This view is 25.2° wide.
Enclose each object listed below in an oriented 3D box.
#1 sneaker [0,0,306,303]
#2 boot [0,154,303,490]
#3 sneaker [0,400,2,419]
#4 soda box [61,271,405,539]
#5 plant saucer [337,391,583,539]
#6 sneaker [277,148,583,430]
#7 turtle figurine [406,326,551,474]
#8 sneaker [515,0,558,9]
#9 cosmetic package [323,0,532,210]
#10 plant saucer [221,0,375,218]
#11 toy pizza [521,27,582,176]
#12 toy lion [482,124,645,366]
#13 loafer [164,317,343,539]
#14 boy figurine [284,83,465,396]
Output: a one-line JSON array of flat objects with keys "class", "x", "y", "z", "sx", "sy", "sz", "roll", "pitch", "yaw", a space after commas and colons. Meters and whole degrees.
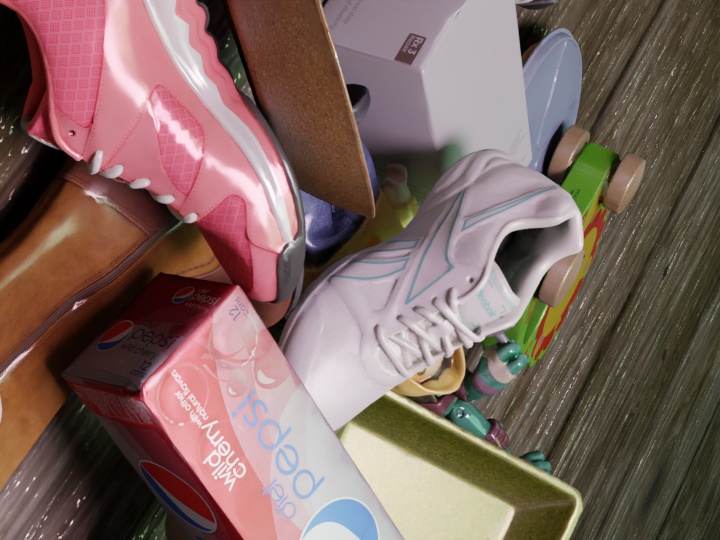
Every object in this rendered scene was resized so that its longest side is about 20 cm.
[{"class": "sneaker", "x": -0.093, "y": -0.063, "z": 0.660, "sx": 0.086, "sy": 0.074, "sz": 0.201, "roll": -32, "pitch": 114, "yaw": -14}, {"class": "boot", "x": -0.111, "y": 0.025, "z": 0.738, "sx": 0.201, "sy": 0.068, "sz": 0.189, "roll": -58, "pitch": 154, "yaw": -26}, {"class": "sneaker", "x": -0.184, "y": 0.075, "z": 0.601, "sx": 0.078, "sy": 0.079, "sz": 0.202, "roll": -39, "pitch": 143, "yaw": -52}, {"class": "soda box", "x": -0.045, "y": 0.098, "z": 0.729, "sx": 0.070, "sy": 0.063, "sz": 0.201, "roll": -47, "pitch": 123, "yaw": -26}, {"class": "plant saucer", "x": 0.024, "y": 0.196, "z": 1.072, "sx": 0.202, "sy": 0.199, "sz": 0.048, "roll": -63, "pitch": -160, "yaw": -7}, {"class": "sneaker", "x": 0.035, "y": 0.015, "z": 0.844, "sx": 0.200, "sy": 0.080, "sz": 0.071, "roll": -44, "pitch": 129, "yaw": -14}, {"class": "turtle figurine", "x": 0.061, "y": 0.064, "z": 1.114, "sx": 0.100, "sy": 0.150, "sz": 0.201, "roll": -26, "pitch": 123, "yaw": 0}, {"class": "sneaker", "x": 0.093, "y": -0.195, "z": 0.988, "sx": 0.200, "sy": 0.073, "sz": 0.089, "roll": 73, "pitch": 40, "yaw": -73}, {"class": "cosmetic package", "x": 0.041, "y": -0.101, "z": 0.963, "sx": 0.113, "sy": 0.080, "sz": 0.201, "roll": -58, "pitch": 152, "yaw": -29}, {"class": "plant saucer", "x": -0.041, "y": -0.114, "z": 0.709, "sx": 0.200, "sy": 0.035, "sz": 0.202, "roll": 161, "pitch": -90, "yaw": -87}, {"class": "toy pizza", "x": 0.114, "y": -0.084, "z": 1.192, "sx": 0.201, "sy": 0.031, "sz": 0.201, "roll": -54, "pitch": 155, "yaw": -39}, {"class": "toy lion", "x": 0.145, "y": 0.003, "z": 1.236, "sx": 0.200, "sy": 0.068, "sz": 0.193, "roll": -50, "pitch": 160, "yaw": -44}, {"class": "loafer", "x": -0.059, "y": 0.091, "z": 0.903, "sx": 0.068, "sy": 0.076, "sz": 0.200, "roll": -39, "pitch": -172, "yaw": 34}, {"class": "boy figurine", "x": 0.000, "y": 0.000, "z": 0.905, "sx": 0.125, "sy": 0.064, "sz": 0.201, "roll": -50, "pitch": 129, "yaw": -38}]
